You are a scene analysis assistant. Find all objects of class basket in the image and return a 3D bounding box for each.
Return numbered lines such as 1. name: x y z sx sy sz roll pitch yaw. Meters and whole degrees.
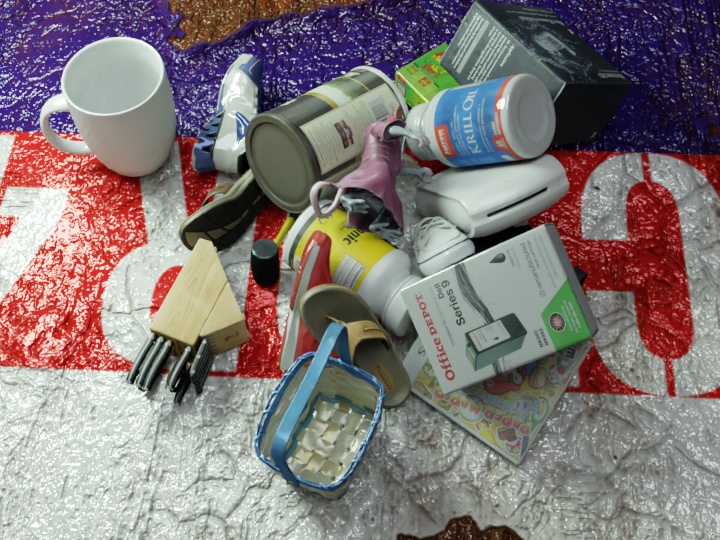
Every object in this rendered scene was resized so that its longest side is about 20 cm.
1. basket: -0.051 0.180 1.207 0.138 0.201 0.177 21 61 14

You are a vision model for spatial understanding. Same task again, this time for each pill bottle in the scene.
1. pill bottle: 0.159 -0.202 1.388 0.199 0.112 0.113 -3 48 47
2. pill bottle: 0.000 0.000 1.370 0.199 0.112 0.111 37 66 20

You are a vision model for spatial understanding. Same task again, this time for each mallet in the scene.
1. mallet: -0.103 -0.073 1.443 0.041 0.066 0.201 20 61 12

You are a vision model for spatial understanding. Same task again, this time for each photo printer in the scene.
1. photo printer: 0.183 -0.110 1.393 0.165 0.070 0.200 -25 18 -12

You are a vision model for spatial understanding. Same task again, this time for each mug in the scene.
1. mug: -0.369 -0.223 1.476 0.198 0.176 0.149 -9 58 -4

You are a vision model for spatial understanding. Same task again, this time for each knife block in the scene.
1. knife block: -0.248 0.074 1.358 0.174 0.064 0.201 -20 60 -12

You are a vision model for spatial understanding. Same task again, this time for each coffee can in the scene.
1. coffee can: -0.045 -0.189 1.439 0.146 0.147 0.199 41 52 23

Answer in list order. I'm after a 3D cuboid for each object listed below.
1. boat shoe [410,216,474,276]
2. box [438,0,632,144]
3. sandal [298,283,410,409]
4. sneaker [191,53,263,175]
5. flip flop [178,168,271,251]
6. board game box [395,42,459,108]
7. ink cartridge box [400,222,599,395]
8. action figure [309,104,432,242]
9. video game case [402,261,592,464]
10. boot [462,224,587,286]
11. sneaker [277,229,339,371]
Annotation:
1. boat shoe: 0.096 -0.037 1.340 0.073 0.200 0.067 -27 93 -9
2. box: 0.260 -0.292 1.489 0.196 0.118 0.200 -11 52 -46
3. sandal: 0.002 0.098 1.269 0.080 0.054 0.201 -38 107 -5
4. sneaker: -0.169 -0.222 1.535 0.114 0.081 0.201 17 67 7
5. flip flop: -0.190 -0.099 1.460 0.057 0.082 0.200 23 57 33
6. board game box: 0.153 -0.256 1.559 0.101 0.048 0.200 -32 64 -18
7. ink cartridge box: 0.169 0.049 1.229 0.199 0.084 0.147 -25 86 19
8. action figure: 0.023 -0.138 1.361 0.147 0.134 0.202 3 57 8
9. video game case: 0.167 0.117 1.290 0.199 0.023 0.183 33 100 19
10. boot: 0.200 0.020 1.376 0.162 0.074 0.198 34 60 19
11. sneaker: -0.035 0.049 1.318 0.114 0.202 0.079 13 26 -3
